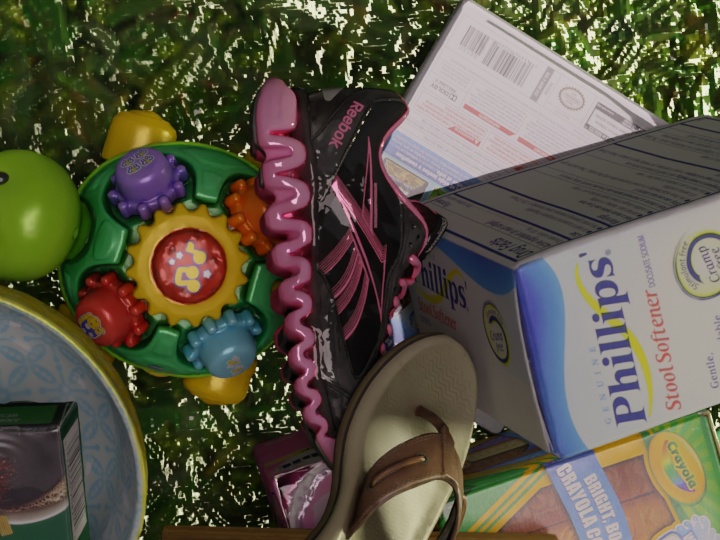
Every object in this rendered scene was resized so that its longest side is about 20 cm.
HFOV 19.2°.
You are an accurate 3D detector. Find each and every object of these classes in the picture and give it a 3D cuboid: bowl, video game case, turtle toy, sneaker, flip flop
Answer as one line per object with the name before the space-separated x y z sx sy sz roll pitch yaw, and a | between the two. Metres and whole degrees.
bowl | -0.202 0.088 1.106 0.199 0.108 0.201 1 107 3
video game case | 0.066 -0.030 1.191 0.143 0.018 0.200 31 89 -9
turtle toy | -0.115 -0.011 1.123 0.199 0.101 0.146 15 91 -9
sneaker | 0.000 0.000 1.061 0.095 0.079 0.201 -7 91 -10
flip flop | 0.016 0.117 1.004 0.081 0.057 0.200 54 48 -31

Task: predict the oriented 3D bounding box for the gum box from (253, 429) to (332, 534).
gum box | 0.006 0.186 1.148 0.066 0.113 0.201 -18 96 -7

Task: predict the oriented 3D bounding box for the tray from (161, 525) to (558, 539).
tray | -0.001 0.182 1.069 0.199 0.037 0.099 2 96 -3

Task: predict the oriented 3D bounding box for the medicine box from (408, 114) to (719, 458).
medicine box | 0.144 0.001 1.101 0.199 0.182 0.103 -18 104 -13

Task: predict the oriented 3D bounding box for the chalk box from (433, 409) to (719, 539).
chalk box | 0.138 0.141 1.158 0.199 0.124 0.125 -18 95 -6

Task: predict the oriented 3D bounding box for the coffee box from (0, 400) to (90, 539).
coffee box | -0.192 0.165 1.049 0.123 0.044 0.201 -1 107 3
